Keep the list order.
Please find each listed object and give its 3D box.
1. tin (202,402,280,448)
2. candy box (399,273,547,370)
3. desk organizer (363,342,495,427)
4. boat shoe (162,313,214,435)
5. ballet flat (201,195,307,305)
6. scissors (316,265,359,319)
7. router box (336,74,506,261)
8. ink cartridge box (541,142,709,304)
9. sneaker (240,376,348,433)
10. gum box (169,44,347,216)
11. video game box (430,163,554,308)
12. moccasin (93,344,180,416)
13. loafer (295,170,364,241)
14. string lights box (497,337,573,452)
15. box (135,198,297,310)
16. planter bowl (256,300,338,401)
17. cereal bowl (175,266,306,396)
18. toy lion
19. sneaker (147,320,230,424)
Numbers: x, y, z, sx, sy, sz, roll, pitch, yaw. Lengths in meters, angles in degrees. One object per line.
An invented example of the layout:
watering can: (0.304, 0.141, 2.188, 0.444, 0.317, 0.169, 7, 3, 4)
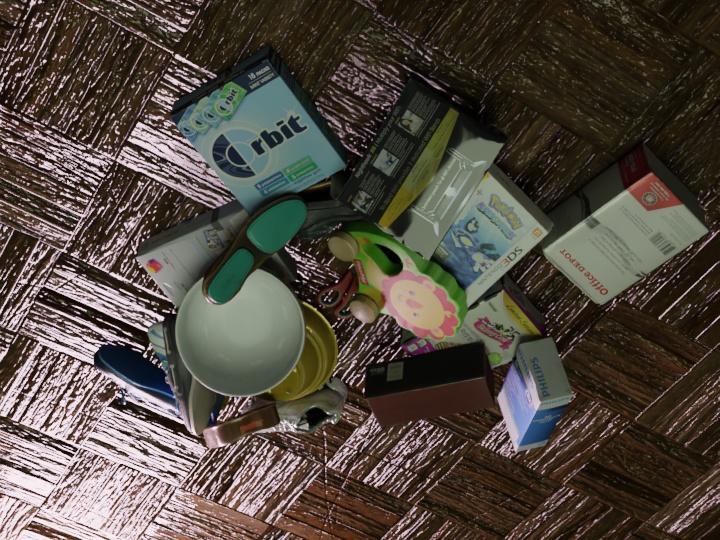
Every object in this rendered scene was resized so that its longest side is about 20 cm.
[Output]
tin: (-0.195, 0.253, 1.856, 0.111, 0.042, 0.200, -15, 175, -18)
candy box: (0.180, 0.098, 1.828, 0.199, 0.061, 0.136, -31, 122, 23)
desk organizer: (0.111, 0.183, 1.817, 0.197, 0.072, 0.077, -12, 132, 15)
boat shoe: (-0.275, 0.161, 1.813, 0.062, 0.073, 0.203, 5, 108, 22)
ballet flat: (-0.160, -0.035, 1.654, 0.068, 0.072, 0.201, 42, 83, -26)
scissors: (0.000, 0.000, 1.785, 0.072, 0.014, 0.201, 25, 124, -16)
router box: (0.084, -0.140, 1.575, 0.156, 0.052, 0.201, 33, 106, -1)
ink cartridge box: (0.380, -0.065, 1.676, 0.199, 0.083, 0.146, -37, 119, 27)
sneaker: (-0.117, 0.241, 1.940, 0.198, 0.082, 0.076, -19, 129, 17)
gum box: (-0.140, -0.191, 1.609, 0.168, 0.045, 0.200, -26, 125, 21)
video game box: (0.146, -0.073, 1.654, 0.200, 0.047, 0.182, 44, 119, -2)
moccasin: (-0.363, 0.196, 1.906, 0.199, 0.081, 0.068, 34, 121, -23)
loafer: (-0.022, -0.112, 1.656, 0.198, 0.073, 0.073, -26, 120, 19)
string lights box: (0.276, 0.202, 1.839, 0.058, 0.104, 0.201, -10, 151, -11)
box: (-0.219, -0.013, 1.758, 0.198, 0.041, 0.157, -23, 125, 18)
planter bowl: (-0.137, 0.146, 1.837, 0.197, 0.084, 0.203, 2, 119, 3)
cereal bowl: (-0.177, 0.084, 1.737, 0.197, 0.083, 0.203, 1, 100, 3)
toy lion: (0.064, 0.017, 1.693, 0.190, 0.069, 0.202, 10, 136, 32)
sneaker: (-0.280, 0.174, 1.870, 0.075, 0.106, 0.200, -25, 125, 23)
